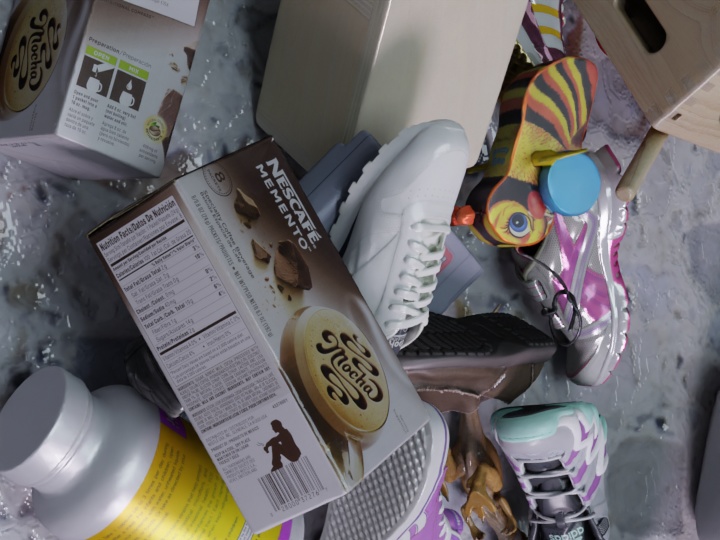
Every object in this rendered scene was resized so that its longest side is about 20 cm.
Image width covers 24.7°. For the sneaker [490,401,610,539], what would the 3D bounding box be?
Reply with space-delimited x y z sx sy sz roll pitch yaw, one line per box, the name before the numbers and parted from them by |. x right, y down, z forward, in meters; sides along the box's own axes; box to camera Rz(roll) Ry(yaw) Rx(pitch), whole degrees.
sneaker | 0.153 0.174 1.237 0.200 0.077 0.141 22 63 -66

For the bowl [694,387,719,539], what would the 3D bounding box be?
bowl | 0.375 0.181 1.471 0.199 0.074 0.202 17 80 -37

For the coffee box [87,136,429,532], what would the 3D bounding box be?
coffee box | -0.058 0.035 0.974 0.201 0.080 0.113 61 33 -1

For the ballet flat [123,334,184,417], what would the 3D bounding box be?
ballet flat | -0.089 0.075 1.073 0.057 0.066 0.200 60 20 18

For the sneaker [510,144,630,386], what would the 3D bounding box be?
sneaker | 0.162 0.000 1.300 0.087 0.081 0.202 -5 112 -2

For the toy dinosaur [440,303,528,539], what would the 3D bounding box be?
toy dinosaur | 0.086 0.140 1.262 0.106 0.060 0.202 -42 123 -63

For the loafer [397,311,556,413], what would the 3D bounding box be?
loafer | 0.066 0.074 1.163 0.199 0.073 0.071 4 113 -47

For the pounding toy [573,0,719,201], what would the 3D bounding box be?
pounding toy | 0.254 -0.159 1.283 0.183 0.142 0.201 11 45 -49

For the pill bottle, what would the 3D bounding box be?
pill bottle | -0.136 0.141 1.043 0.200 0.104 0.105 38 69 -33

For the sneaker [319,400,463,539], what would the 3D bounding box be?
sneaker | 0.036 0.163 1.170 0.114 0.073 0.201 -13 137 -42

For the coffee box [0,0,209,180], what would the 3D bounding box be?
coffee box | -0.155 -0.163 1.013 0.079 0.113 0.202 21 79 -36

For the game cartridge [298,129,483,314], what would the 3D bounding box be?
game cartridge | 0.000 0.000 1.125 0.133 0.041 0.200 -42 145 3

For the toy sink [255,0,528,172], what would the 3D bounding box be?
toy sink | 0.023 -0.170 1.106 0.130 0.112 0.201 -16 136 -36

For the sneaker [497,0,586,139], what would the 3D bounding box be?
sneaker | 0.135 -0.189 1.267 0.090 0.075 0.201 -44 118 -23

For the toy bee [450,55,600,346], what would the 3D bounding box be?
toy bee | 0.117 -0.060 1.180 0.108 0.131 0.202 6 66 -26

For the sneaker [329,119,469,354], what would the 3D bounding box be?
sneaker | 0.021 -0.002 1.046 0.076 0.081 0.201 7 120 -46
